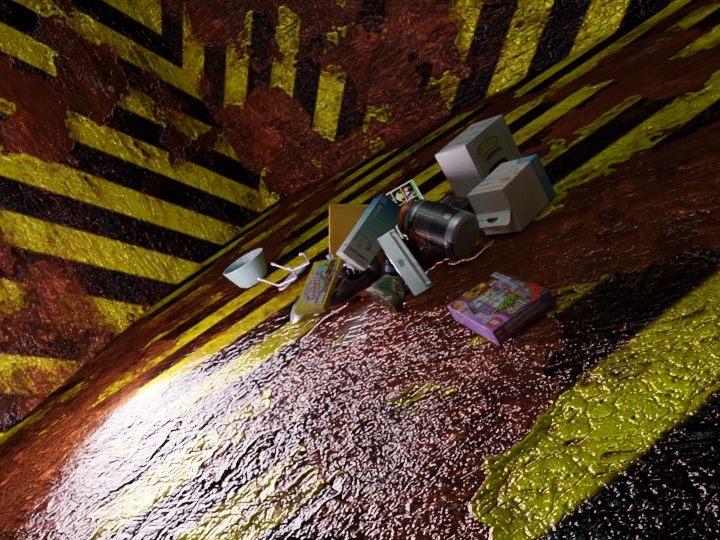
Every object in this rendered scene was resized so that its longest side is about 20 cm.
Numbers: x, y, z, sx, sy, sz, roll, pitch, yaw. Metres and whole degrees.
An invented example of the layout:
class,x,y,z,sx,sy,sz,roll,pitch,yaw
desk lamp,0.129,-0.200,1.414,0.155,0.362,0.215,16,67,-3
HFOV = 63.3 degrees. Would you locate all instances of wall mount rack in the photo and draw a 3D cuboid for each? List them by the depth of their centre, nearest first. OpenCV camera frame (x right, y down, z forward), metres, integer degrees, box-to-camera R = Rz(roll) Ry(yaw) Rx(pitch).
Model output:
class,x,y,z,sx,sy,sz,roll,pitch,yaw
wall mount rack,-0.291,0.004,2.249,0.172,0.075,0.200,-21,20,32

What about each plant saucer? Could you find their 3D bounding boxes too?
class,x,y,z,sx,sy,sz,roll,pitch,yaw
plant saucer,-0.151,0.080,1.776,0.201,0.039,0.201,-42,6,6

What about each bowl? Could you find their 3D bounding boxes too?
class,x,y,z,sx,sy,sz,roll,pitch,yaw
bowl,-0.481,0.001,2.534,0.199,0.106,0.201,-30,17,10

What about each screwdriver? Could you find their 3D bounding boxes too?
class,x,y,z,sx,sy,sz,roll,pitch,yaw
screwdriver,-0.057,0.009,1.685,0.028,0.200,0.029,-30,56,14

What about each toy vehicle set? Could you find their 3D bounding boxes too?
class,x,y,z,sx,sy,sz,roll,pitch,yaw
toy vehicle set,0.157,-0.189,1.885,0.123,0.027,0.201,-30,56,7

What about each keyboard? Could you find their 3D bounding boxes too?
class,x,y,z,sx,sy,sz,roll,pitch,yaw
keyboard,0.113,-0.023,1.507,0.056,0.011,0.201,-34,61,4

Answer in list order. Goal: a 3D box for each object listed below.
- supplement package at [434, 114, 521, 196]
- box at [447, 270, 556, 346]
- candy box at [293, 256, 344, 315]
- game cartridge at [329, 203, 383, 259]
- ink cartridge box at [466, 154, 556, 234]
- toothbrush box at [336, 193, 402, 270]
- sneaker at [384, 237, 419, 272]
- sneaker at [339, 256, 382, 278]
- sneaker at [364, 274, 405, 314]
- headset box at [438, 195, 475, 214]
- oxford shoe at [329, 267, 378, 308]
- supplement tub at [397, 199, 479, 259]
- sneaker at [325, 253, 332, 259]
class,x,y,z,sx,sy,sz,roll,pitch,yaw
supplement package,0.382,-0.347,1.850,0.200,0.192,0.147,-41,19,-26
box,0.273,0.069,1.156,0.136,0.039,0.200,-35,17,-8
candy box,-0.118,0.044,1.694,0.101,0.027,0.201,-12,40,29
game cartridge,0.003,-0.117,1.773,0.197,0.178,0.033,2,29,0
ink cartridge box,0.386,-0.189,1.522,0.200,0.126,0.128,-41,20,-30
toothbrush box,0.026,-0.105,1.640,0.201,0.085,0.146,-54,8,-6
sneaker,0.119,-0.062,1.637,0.069,0.079,0.200,5,21,21
sneaker,0.000,0.000,1.756,0.072,0.073,0.199,-28,8,-29
sneaker,0.079,0.048,1.495,0.090,0.067,0.200,-40,15,-10
headset box,0.253,-0.149,1.725,0.148,0.075,0.200,-35,18,-9
oxford shoe,-0.038,0.049,1.688,0.198,0.073,0.071,-25,19,23
supplement tub,0.201,-0.115,1.536,0.199,0.123,0.122,25,54,39
sneaker,-0.061,-0.026,1.962,0.070,0.078,0.200,-30,-4,13
